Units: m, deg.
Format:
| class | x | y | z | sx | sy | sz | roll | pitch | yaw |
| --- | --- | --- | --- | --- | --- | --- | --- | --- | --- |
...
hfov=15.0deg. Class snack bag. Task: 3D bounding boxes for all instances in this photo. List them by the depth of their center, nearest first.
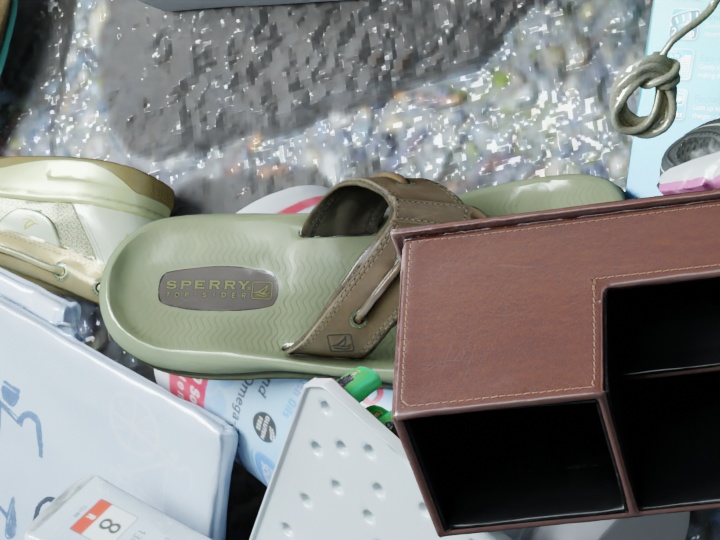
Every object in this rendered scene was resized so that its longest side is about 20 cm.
| class | x | y | z | sx | sy | sz | roll | pitch | yaw |
| --- | --- | --- | --- | --- | --- | --- | --- | --- | --- |
| snack bag | -0.126 | 0.092 | 1.110 | 0.200 | 0.021 | 0.189 | 26 | 127 | 30 |

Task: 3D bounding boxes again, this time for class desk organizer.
| class | x | y | z | sx | sy | sz | roll | pitch | yaw |
| --- | --- | --- | --- | --- | --- | --- | --- | --- | --- |
| desk organizer | 0.113 | 0.026 | 0.868 | 0.199 | 0.072 | 0.077 | -7 | 47 | 12 |

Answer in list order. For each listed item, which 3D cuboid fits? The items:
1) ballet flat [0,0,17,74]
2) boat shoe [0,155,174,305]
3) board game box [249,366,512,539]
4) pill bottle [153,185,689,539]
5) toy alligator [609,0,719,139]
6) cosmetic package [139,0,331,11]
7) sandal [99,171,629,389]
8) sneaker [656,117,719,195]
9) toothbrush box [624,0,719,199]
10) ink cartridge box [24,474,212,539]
| class | x | y | z | sx | sy | sz | roll | pitch | yaw |
| --- | --- | --- | --- | --- | --- | --- | --- | --- | --- |
| ballet flat | -0.177 | -0.143 | 1.199 | 0.068 | 0.072 | 0.201 | 31 | 98 | 54 |
| boat shoe | -0.175 | -0.013 | 1.181 | 0.200 | 0.073 | 0.063 | 2 | 77 | 22 |
| board game box | 0.039 | 0.155 | 0.972 | 0.200 | 0.026 | 0.200 | 41 | 141 | 19 |
| pill bottle | 0.023 | 0.061 | 1.033 | 0.200 | 0.109 | 0.109 | 36 | 99 | 29 |
| toy alligator | 0.149 | -0.131 | 0.937 | 0.200 | 0.059 | 0.054 | -49 | 20 | 13 |
| cosmetic package | -0.052 | -0.216 | 1.148 | 0.101 | 0.071 | 0.201 | 0 | 81 | 29 |
| sandal | -0.001 | 0.001 | 0.975 | 0.200 | 0.057 | 0.080 | -6 | 59 | 11 |
| sneaker | 0.196 | -0.059 | 0.895 | 0.199 | 0.080 | 0.087 | -13 | 53 | 24 |
| toothbrush box | 0.188 | -0.101 | 0.985 | 0.146 | 0.085 | 0.201 | 5 | 84 | 29 |
| ink cartridge box | -0.037 | 0.183 | 1.031 | 0.200 | 0.050 | 0.163 | 23 | 133 | 22 |
